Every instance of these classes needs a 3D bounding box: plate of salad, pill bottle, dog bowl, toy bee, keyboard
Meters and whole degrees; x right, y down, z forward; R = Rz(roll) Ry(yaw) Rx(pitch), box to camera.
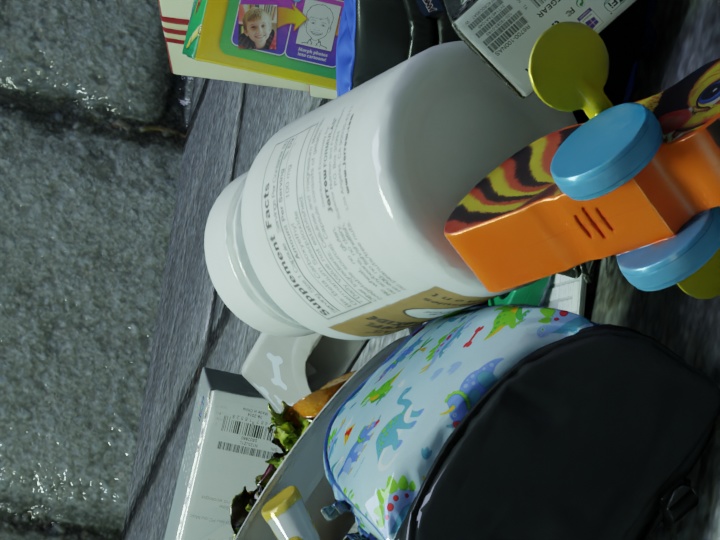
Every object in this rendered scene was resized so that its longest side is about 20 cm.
[{"bbox_3d":[-0.032,0.114,1.282,0.200,0.048,0.200,-52,-14,-20],"label":"plate of salad"},{"bbox_3d":[0.009,-0.028,1.121,0.200,0.114,0.114,-22,55,58],"label":"pill bottle"},{"bbox_3d":[0.000,0.000,1.371,0.200,0.059,0.200,-58,0,-1],"label":"dog bowl"},{"bbox_3d":[0.134,-0.043,0.964,0.109,0.200,0.131,-53,-43,-34],"label":"toy bee"},{"bbox_3d":[0.094,0.024,1.312,0.200,0.011,0.056,156,125,-78],"label":"keyboard"}]

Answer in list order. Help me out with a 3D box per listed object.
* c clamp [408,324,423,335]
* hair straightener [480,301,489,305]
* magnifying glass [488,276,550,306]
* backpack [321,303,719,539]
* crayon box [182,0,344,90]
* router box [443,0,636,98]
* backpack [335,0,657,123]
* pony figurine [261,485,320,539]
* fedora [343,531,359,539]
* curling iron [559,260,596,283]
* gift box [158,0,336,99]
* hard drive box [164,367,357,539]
[{"bbox_3d":[0.045,-0.010,1.526,0.171,0.027,0.200,102,166,-79],"label":"c clamp"},{"bbox_3d":[0.052,0.041,1.359,0.077,0.041,0.200,118,165,-50],"label":"hair straightener"},{"bbox_3d":[0.099,-0.059,1.329,0.080,0.022,0.200,119,163,-53],"label":"magnifying glass"},{"bbox_3d":[0.061,0.087,1.067,0.163,0.154,0.200,-51,-7,-3],"label":"backpack"},{"bbox_3d":[-0.006,-0.176,1.559,0.058,0.200,0.119,-143,65,-78],"label":"crayon box"},{"bbox_3d":[0.119,-0.178,1.023,0.200,0.051,0.149,-41,21,13],"label":"router box"},{"bbox_3d":[0.071,-0.134,1.225,0.168,0.162,0.200,-84,-2,-58],"label":"backpack"},{"bbox_3d":[0.007,0.212,1.119,0.166,0.200,0.193,-36,8,2],"label":"pony figurine"},{"bbox_3d":[0.017,0.204,1.315,0.201,0.082,0.201,-168,90,-81],"label":"fedora"},{"bbox_3d":[0.127,-0.012,1.121,0.200,0.026,0.050,-147,76,-81],"label":"curling iron"},{"bbox_3d":[-0.068,-0.263,2.043,0.200,0.187,0.185,86,-167,-68],"label":"gift box"},{"bbox_3d":[-0.044,0.176,1.487,0.077,0.156,0.200,-134,57,-78],"label":"hard drive box"}]
